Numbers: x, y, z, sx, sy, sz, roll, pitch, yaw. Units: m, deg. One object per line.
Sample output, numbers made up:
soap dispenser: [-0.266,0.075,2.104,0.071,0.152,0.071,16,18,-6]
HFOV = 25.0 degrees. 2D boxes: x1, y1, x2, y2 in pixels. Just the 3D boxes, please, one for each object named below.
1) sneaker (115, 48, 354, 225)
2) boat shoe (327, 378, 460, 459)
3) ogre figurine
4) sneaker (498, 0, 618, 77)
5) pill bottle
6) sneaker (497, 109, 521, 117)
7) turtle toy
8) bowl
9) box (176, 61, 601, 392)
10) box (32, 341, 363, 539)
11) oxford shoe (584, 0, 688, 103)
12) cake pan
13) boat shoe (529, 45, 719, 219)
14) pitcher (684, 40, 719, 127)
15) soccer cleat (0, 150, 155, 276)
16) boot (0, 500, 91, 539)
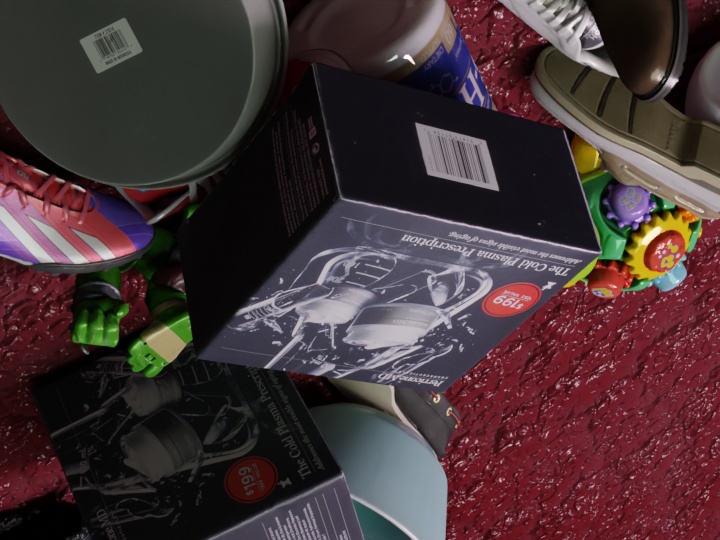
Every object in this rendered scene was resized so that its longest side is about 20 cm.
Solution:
sneaker: [-0.089,-0.084,1.058,0.112,0.071,0.200,-24,-177,-37]
boat shoe: [0.023,0.092,1.385,0.063,0.074,0.202,-56,134,-24]
ogre figurine: [-0.120,0.002,1.166,0.199,0.120,0.098,-19,140,-14]
sneaker: [0.136,-0.205,1.160,0.076,0.081,0.200,-47,135,17]
pill bottle: [0.036,-0.101,1.143,0.120,0.120,0.200,-32,128,-1]
sneaker: [0.080,-0.029,1.264,0.088,0.081,0.201,8,102,-32]
turtle toy: [0.207,-0.036,1.335,0.199,0.101,0.146,-7,125,-28]
bowl: [-0.005,0.187,1.382,0.105,0.200,0.201,-63,149,-30]
box: [0.015,-0.018,1.037,0.200,0.104,0.182,10,142,-32]
box: [-0.124,0.150,1.230,0.182,0.200,0.104,-26,140,-9]
oxford shoe: [0.163,-0.204,1.102,0.084,0.201,0.073,1,153,-33]
cake pan: [-0.145,-0.140,0.994,0.200,0.037,0.201,3,112,9]
boat shoe: [0.214,-0.100,1.262,0.075,0.200,0.068,-59,-179,-35]
pitcher: [0.352,-0.132,1.351,0.172,0.121,0.200,-56,147,-11]
soccer cleat: [-0.230,-0.046,1.076,0.199,0.068,0.073,6,126,-18]
boot: [-0.231,0.258,1.378,0.198,0.073,0.163,-18,133,-16]
